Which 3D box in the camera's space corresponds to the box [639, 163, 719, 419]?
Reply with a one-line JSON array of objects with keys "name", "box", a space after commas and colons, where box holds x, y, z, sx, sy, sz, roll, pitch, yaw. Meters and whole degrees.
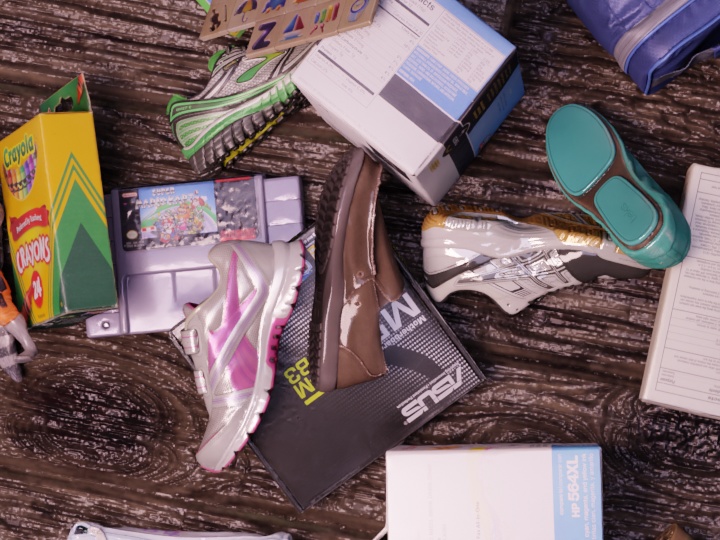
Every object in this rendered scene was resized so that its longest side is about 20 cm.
[{"name": "box", "box": [0.296, 0.021, 1.545, 0.094, 0.078, 0.201, 14, 88, 6]}]

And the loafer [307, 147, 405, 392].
[{"name": "loafer", "box": [0.000, 0.000, 1.519, 0.071, 0.073, 0.201, 4, 100, -13]}]

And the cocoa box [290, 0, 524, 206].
[{"name": "cocoa box", "box": [0.044, -0.152, 1.522, 0.133, 0.200, 0.131, 39, 91, 8]}]

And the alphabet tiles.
[{"name": "alphabet tiles", "box": [-0.046, -0.245, 1.498, 0.199, 0.008, 0.168, -9, 55, 41]}]

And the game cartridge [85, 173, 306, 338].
[{"name": "game cartridge", "box": [-0.145, -0.013, 1.620, 0.199, 0.038, 0.130, -6, 90, 6]}]

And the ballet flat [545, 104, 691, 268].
[{"name": "ballet flat", "box": [0.214, -0.063, 1.545, 0.067, 0.070, 0.200, -44, 38, 13]}]

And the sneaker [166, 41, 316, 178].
[{"name": "sneaker", "box": [-0.083, -0.171, 1.600, 0.200, 0.078, 0.085, -37, 83, 3]}]

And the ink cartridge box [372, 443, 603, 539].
[{"name": "ink cartridge box", "box": [0.099, 0.206, 1.530, 0.199, 0.129, 0.126, -1, 86, 6]}]

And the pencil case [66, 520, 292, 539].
[{"name": "pencil case", "box": [-0.152, 0.257, 1.577, 0.199, 0.083, 0.091, 4, 109, 6]}]

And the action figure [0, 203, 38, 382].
[{"name": "action figure", "box": [-0.358, 0.007, 1.625, 0.199, 0.104, 0.195, -21, 71, 36]}]

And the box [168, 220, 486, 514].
[{"name": "box", "box": [-0.028, 0.071, 1.577, 0.200, 0.048, 0.194, -35, 94, 3]}]

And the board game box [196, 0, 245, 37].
[{"name": "board game box", "box": [-0.086, -0.320, 1.601, 0.200, 0.029, 0.135, -47, 70, 14]}]

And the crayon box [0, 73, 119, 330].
[{"name": "crayon box", "box": [-0.262, -0.056, 1.588, 0.051, 0.127, 0.201, -5, 84, -28]}]

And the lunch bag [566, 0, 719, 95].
[{"name": "lunch bag", "box": [0.281, -0.244, 1.535, 0.200, 0.136, 0.133, -38, 84, 2]}]

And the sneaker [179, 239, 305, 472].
[{"name": "sneaker", "box": [-0.108, 0.063, 1.517, 0.088, 0.081, 0.201, 15, 88, -2]}]

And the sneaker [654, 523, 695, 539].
[{"name": "sneaker", "box": [0.237, 0.315, 1.544, 0.090, 0.067, 0.201, 35, 91, 0]}]

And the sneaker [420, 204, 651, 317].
[{"name": "sneaker", "box": [0.150, -0.003, 1.576, 0.199, 0.076, 0.088, 6, 105, 8]}]
